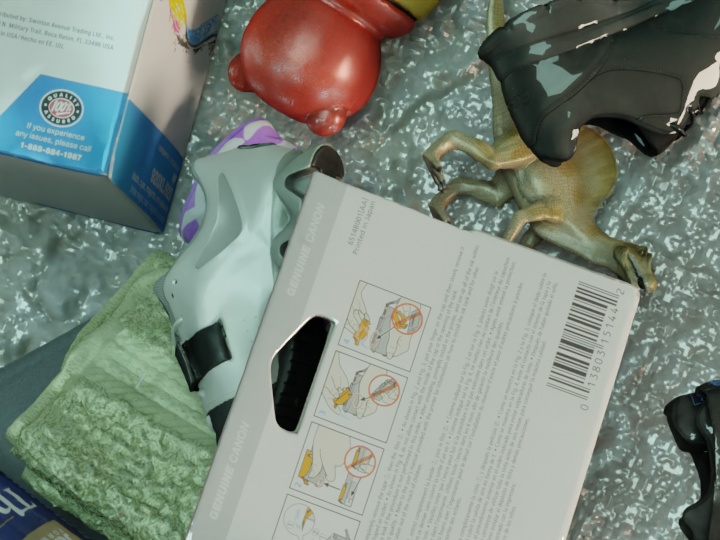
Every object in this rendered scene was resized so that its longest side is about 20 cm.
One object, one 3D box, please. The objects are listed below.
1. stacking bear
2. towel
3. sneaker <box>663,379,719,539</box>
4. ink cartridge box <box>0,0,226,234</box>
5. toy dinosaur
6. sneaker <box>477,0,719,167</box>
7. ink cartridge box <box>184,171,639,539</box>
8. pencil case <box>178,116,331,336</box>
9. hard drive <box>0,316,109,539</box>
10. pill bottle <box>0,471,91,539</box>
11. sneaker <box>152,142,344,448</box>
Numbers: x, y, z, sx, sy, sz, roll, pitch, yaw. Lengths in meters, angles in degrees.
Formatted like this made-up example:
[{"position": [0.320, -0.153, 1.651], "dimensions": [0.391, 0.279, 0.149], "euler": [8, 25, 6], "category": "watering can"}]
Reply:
[{"position": [0.005, -0.171, 1.408], "dimensions": [0.121, 0.114, 0.201], "euler": [29, 89, 13], "category": "stacking bear"}, {"position": [-0.067, 0.093, 1.356], "dimensions": [0.199, 0.037, 0.149], "euler": [34, 69, 4], "category": "towel"}, {"position": [0.213, 0.055, 1.342], "dimensions": [0.110, 0.077, 0.202], "euler": [8, 84, 4], "category": "sneaker"}, {"position": [-0.159, -0.144, 1.406], "dimensions": [0.146, 0.145, 0.201], "euler": [13, 81, 11], "category": "ink cartridge box"}, {"position": [0.084, -0.058, 1.407], "dimensions": [0.101, 0.058, 0.201], "euler": [-23, 73, -13], "category": "toy dinosaur"}, {"position": [0.164, -0.111, 1.379], "dimensions": [0.199, 0.076, 0.091], "euler": [-18, 84, -8], "category": "sneaker"}, {"position": [0.025, 0.075, 1.291], "dimensions": [0.175, 0.045, 0.201], "euler": [20, 74, -3], "category": "ink cartridge box"}, {"position": [0.000, 0.000, 1.387], "dimensions": [0.199, 0.084, 0.085], "euler": [36, 48, 12], "category": "pencil case"}, {"position": [-0.139, 0.103, 1.413], "dimensions": [0.199, 0.033, 0.140], "euler": [-28, 76, 3], "category": "hard drive"}, {"position": [-0.189, 0.166, 1.334], "dimensions": [0.199, 0.111, 0.111], "euler": [35, 86, 13], "category": "pill bottle"}, {"position": [-0.062, 0.036, 1.327], "dimensions": [0.088, 0.074, 0.202], "euler": [3, 79, 19], "category": "sneaker"}]
